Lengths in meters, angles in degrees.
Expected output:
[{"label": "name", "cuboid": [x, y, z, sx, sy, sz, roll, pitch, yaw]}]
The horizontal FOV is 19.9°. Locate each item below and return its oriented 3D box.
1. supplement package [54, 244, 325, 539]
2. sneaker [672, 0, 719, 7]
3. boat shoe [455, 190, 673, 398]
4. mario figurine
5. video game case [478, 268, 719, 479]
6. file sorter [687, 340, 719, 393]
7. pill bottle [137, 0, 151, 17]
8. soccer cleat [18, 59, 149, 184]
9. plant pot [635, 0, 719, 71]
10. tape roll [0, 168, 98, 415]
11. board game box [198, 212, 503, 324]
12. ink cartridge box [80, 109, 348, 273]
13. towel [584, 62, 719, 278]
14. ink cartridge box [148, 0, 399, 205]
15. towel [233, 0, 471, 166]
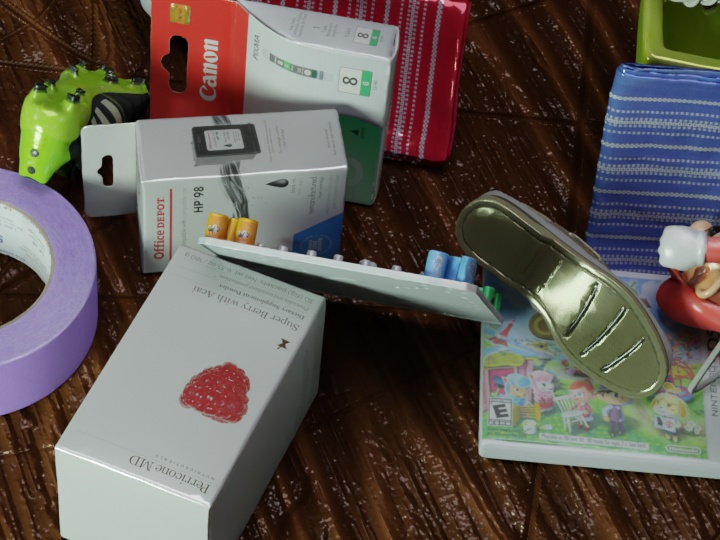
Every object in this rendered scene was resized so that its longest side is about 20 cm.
[{"label": "supplement package", "cuboid": [-0.119, 0.105, 1.465, 0.121, 0.120, 0.200, 20, 52, 10]}, {"label": "sneaker", "cuboid": [0.272, -0.232, 1.587, 0.200, 0.073, 0.071, 18, 60, 20]}, {"label": "boat shoe", "cuboid": [0.164, 0.011, 1.568, 0.200, 0.075, 0.068, 46, 25, 6]}, {"label": "mario figurine", "cuboid": [0.297, -0.035, 1.554, 0.123, 0.200, 0.106, 35, 33, -21]}, {"label": "video game case", "cuboid": [0.192, 0.074, 1.585, 0.200, 0.022, 0.182, 5, 51, -1]}, {"label": "file sorter", "cuboid": [0.360, 0.105, 1.495, 0.139, 0.125, 0.200, -30, 68, -26]}, {"label": "pill bottle", "cuboid": [-0.159, -0.279, 1.779, 0.111, 0.111, 0.200, -25, 57, -23]}, {"label": "soccer cleat", "cuboid": [-0.227, -0.119, 1.649, 0.067, 0.081, 0.200, 20, 17, 10]}, {"label": "plant pot", "cuboid": [0.318, -0.164, 1.688, 0.200, 0.182, 0.199, 10, 50, 3]}, {"label": "tape roll", "cuboid": [-0.300, 0.015, 1.557, 0.200, 0.066, 0.200, 3, 52, -3]}, {"label": "board game box", "cuboid": [0.000, 0.000, 1.509, 0.200, 0.200, 0.026, 10, 84, 11]}, {"label": "ink cartridge box", "cuboid": [-0.115, -0.060, 1.603, 0.200, 0.116, 0.067, -5, 53, -9]}, {"label": "towel", "cuboid": [0.255, -0.070, 1.595, 0.145, 0.200, 0.024, 4, 35, -2]}, {"label": "ink cartridge box", "cuboid": [-0.075, -0.139, 1.642, 0.200, 0.161, 0.050, 9, 47, 2]}, {"label": "towel", "cuboid": [-0.014, -0.170, 1.697, 0.200, 0.145, 0.022, 10, 13, 2]}]
